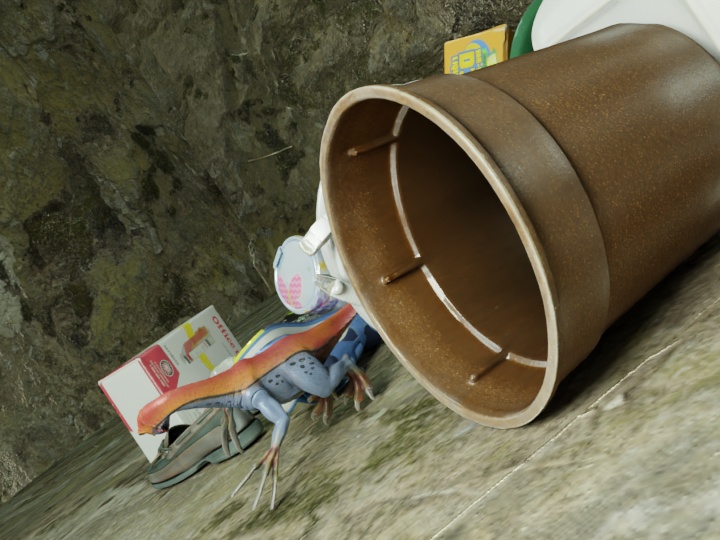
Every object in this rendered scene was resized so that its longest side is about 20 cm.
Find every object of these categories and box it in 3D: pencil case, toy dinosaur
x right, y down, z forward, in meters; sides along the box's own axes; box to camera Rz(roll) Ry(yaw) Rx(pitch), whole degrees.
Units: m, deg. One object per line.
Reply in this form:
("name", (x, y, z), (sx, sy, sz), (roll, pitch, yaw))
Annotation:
("pencil case", (0.000, 0.000, 0.862), (0.198, 0.091, 0.083), (-4, -38, -41))
("toy dinosaur", (-0.087, 0.089, 0.618), (0.180, 0.203, 0.104), (20, -24, -38))

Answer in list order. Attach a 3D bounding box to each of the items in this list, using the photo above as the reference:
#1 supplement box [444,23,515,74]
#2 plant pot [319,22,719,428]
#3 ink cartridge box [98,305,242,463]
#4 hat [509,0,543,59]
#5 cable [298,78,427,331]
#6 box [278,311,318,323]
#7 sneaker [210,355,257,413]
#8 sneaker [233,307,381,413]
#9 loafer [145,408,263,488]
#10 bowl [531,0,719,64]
("supplement box", (0.150, -0.166, 0.751), (0.068, 0.067, 0.199), (-4, -11, 28))
("plant pot", (0.110, -0.044, 0.456), (0.197, 0.202, 0.200), (-27, 2, -25))
("ink cartridge box", (-0.234, 0.154, 1.035), (0.083, 0.146, 0.200), (-31, 6, 24))
("hat", (0.173, -0.151, 0.710), (0.176, 0.198, 0.168), (1, 71, 66))
("cable", (0.065, -0.041, 0.571), (0.201, 0.199, 0.069), (-57, 25, -4))
("box", (-0.019, 0.042, 1.078), (0.199, 0.048, 0.193), (-19, 22, 48))
("sneaker", (-0.103, 0.125, 0.954), (0.199, 0.077, 0.105), (-20, 2, 45))
("sneaker", (-0.038, 0.094, 0.787), (0.199, 0.082, 0.074), (-13, -35, -48))
("loafer", (-0.187, 0.189, 0.861), (0.199, 0.063, 0.072), (-31, 6, 37))
("bowl", (0.209, -0.136, 0.511), (0.074, 0.201, 0.199), (-37, 6, -24))
